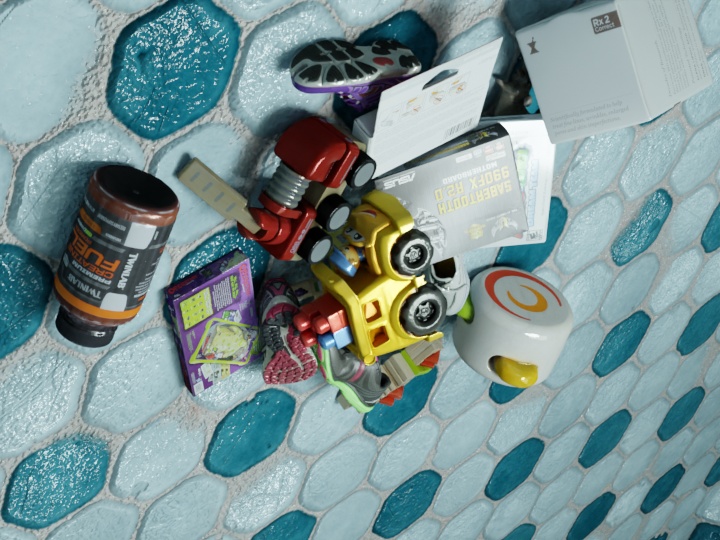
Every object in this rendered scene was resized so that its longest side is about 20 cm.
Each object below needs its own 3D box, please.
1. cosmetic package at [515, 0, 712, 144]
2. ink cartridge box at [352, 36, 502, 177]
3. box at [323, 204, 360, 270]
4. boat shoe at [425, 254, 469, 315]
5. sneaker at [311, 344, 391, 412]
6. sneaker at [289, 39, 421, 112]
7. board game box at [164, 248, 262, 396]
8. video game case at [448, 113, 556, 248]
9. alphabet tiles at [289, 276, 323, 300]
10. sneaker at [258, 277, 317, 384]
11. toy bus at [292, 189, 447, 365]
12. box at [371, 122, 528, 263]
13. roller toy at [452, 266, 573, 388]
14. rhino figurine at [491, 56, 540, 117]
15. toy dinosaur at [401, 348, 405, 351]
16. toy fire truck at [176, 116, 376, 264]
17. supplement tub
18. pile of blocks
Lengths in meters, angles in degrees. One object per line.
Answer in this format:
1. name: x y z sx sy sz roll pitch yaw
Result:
1. cosmetic package: 0.347 -0.290 1.608 0.199 0.164 0.166 -30 104 -43
2. ink cartridge box: 0.081 -0.217 1.520 0.199 0.044 0.174 -28 152 -25
3. box: 0.000 0.000 1.709 0.075 0.050 0.201 -34 144 -17
4. boat shoe: 0.126 0.004 1.803 0.086 0.074 0.203 -55 156 -44
5. sneaker: -0.016 0.136 1.753 0.084 0.077 0.200 -39 142 1
6. sneaker: -0.006 -0.230 1.455 0.199 0.081 0.084 -10 137 -42
7. board game box: -0.195 0.073 1.594 0.119 0.032 0.201 -27 141 -22
8. video game case: 0.188 -0.124 1.692 0.180 0.024 0.202 -5 121 -11
9. alphabet tiles: -0.041 0.070 1.715 0.166 0.008 0.201 -16 141 -2
10. sneaker: -0.103 0.092 1.657 0.080 0.075 0.201 -7 142 -10
11. toy bus: -0.003 0.021 1.558 0.191 0.136 0.201 -24 121 -16
12. box: 0.124 -0.100 1.649 0.198 0.048 0.159 -18 121 -3
13. roller toy: 0.251 0.099 1.955 0.182 0.200 0.141 -18 138 -43
14. rhino figurine: 0.224 -0.223 1.722 0.087 0.060 0.201 -28 140 -30
15. toy dinosaur: 0.070 0.071 1.856 0.089 0.047 0.200 -60 166 -9
16. toy fire truck: -0.105 -0.110 1.449 0.199 0.128 0.177 2 123 -60
17. supplement tub: -0.285 -0.011 1.345 0.106 0.107 0.201 -2 125 -46
18. pile of blocks: 0.061 0.177 1.917 0.199 0.062 0.082 -35 164 2
